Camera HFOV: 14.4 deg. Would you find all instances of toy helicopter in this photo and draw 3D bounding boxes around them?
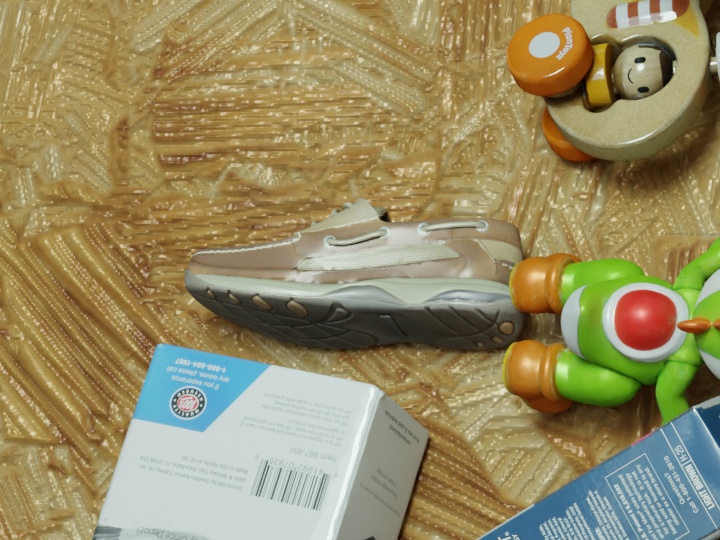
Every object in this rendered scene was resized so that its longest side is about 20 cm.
[{"bbox_3d":[0.181,-0.143,1.581,0.132,0.079,0.200,17,64,35],"label":"toy helicopter"}]

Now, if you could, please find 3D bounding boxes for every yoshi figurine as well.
[{"bbox_3d":[0.182,0.033,1.510,0.199,0.113,0.112,-2,34,36],"label":"yoshi figurine"}]

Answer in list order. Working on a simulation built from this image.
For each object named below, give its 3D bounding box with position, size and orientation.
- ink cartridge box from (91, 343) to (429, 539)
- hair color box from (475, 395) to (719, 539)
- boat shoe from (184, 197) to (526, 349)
[{"bbox_3d":[-0.065,0.156,1.558,0.145,0.084,0.201,10,74,27],"label":"ink cartridge box"},{"bbox_3d":[0.118,0.137,1.445,0.200,0.100,0.061,-34,79,22],"label":"hair color box"},{"bbox_3d":[0.000,0.000,1.605,0.199,0.076,0.072,3,67,15],"label":"boat shoe"}]
